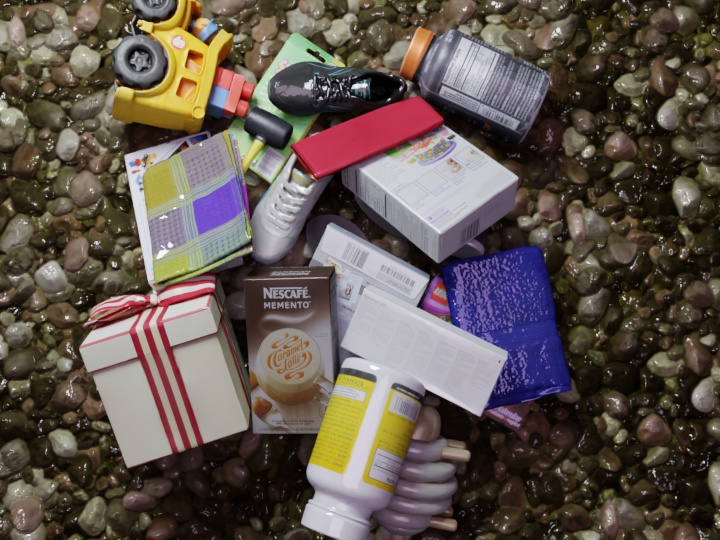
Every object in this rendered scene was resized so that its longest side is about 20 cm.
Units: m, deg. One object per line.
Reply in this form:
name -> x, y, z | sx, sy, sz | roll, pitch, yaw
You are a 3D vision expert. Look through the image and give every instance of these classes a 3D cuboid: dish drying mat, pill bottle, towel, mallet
dish drying mat -> 0.010, -0.179, 1.068 | 0.198, 0.018, 0.077 | -26, 54, -17
pill bottle -> 0.155, -0.265, 1.117 | 0.197, 0.106, 0.108 | 25, 84, 2
pill bottle -> -0.001, 0.217, 0.962 | 0.110, 0.111, 0.203 | 20, 75, 1
towel -> -0.212, -0.082, 1.029 | 0.141, 0.023, 0.202 | -21, 55, 8
towel -> 0.192, 0.077, 1.073 | 0.145, 0.050, 0.204 | -10, 86, -6
mallet -> -0.170, -0.138, 1.081 | 0.065, 0.041, 0.201 | 34, 69, 7

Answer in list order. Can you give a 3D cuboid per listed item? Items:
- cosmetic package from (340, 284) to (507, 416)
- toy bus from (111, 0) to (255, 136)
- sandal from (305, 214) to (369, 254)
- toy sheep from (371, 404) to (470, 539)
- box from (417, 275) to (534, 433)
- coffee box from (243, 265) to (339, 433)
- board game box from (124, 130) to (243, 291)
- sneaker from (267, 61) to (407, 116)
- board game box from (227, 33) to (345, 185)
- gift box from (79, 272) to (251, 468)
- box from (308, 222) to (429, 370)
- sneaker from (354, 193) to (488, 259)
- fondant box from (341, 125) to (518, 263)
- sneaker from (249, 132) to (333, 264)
cosmetic package -> 0.081, 0.099, 1.021 | 0.198, 0.051, 0.084 | 26, 102, 8
toy bus -> -0.235, -0.288, 1.105 | 0.189, 0.136, 0.204 | 14, 81, -13
sandal -> 0.000, 0.000, 1.114 | 0.075, 0.045, 0.201 | -38, 86, -3
toy sheep -> 0.067, 0.275, 1.048 | 0.135, 0.138, 0.204 | 10, 90, 0
box -> 0.158, 0.115, 1.109 | 0.198, 0.039, 0.138 | 27, 83, 2
coffee box -> -0.086, 0.101, 1.035 | 0.112, 0.080, 0.204 | -2, 100, 5
board game box -> -0.243, -0.084, 1.095 | 0.124, 0.035, 0.203 | -16, 67, -3
sneaker -> -0.029, -0.254, 1.103 | 0.196, 0.079, 0.077 | -5, 96, -16
board game box -> -0.110, -0.232, 1.146 | 0.095, 0.030, 0.202 | 33, 87, 1
gift box -> -0.248, 0.110, 1.028 | 0.182, 0.200, 0.190 | -18, 105, -7
box -> -0.018, 0.062, 1.081 | 0.154, 0.041, 0.202 | 26, 101, 2
sneaker -> 0.094, -0.094, 1.122 | 0.197, 0.071, 0.100 | 23, 68, 9
fondant box -> 0.088, -0.119, 1.061 | 0.143, 0.059, 0.200 | -33, 56, -23
sneaker -> -0.096, -0.103, 1.106 | 0.076, 0.081, 0.202 | 29, 85, 0
